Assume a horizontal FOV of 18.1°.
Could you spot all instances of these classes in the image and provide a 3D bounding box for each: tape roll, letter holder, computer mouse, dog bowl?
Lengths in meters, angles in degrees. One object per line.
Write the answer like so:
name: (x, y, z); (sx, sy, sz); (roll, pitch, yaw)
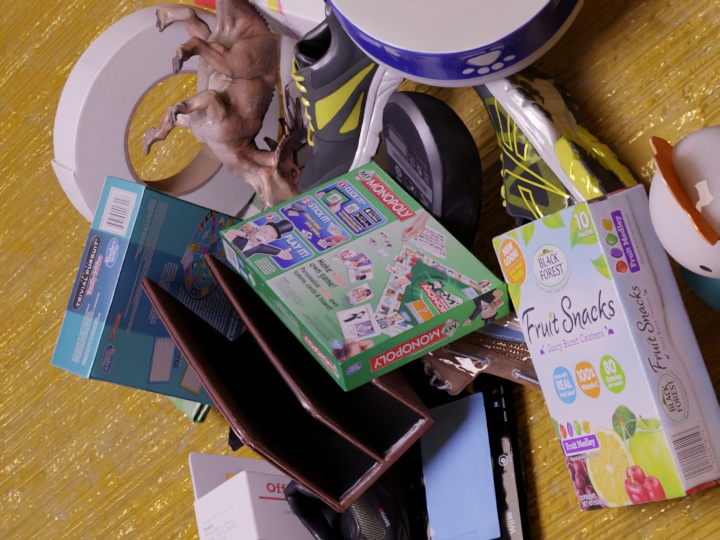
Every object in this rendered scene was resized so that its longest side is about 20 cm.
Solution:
tape roll: (-0.156, -0.116, 1.843); (0.037, 0.202, 0.204); (28, 103, 47)
letter holder: (-0.060, 0.057, 1.668); (0.101, 0.142, 0.200); (-44, 46, 7)
computer mouse: (0.057, -0.061, 1.697); (0.139, 0.053, 0.200); (55, 159, 36)
dog bowl: (0.064, -0.236, 1.600); (0.199, 0.079, 0.201); (-2, 79, 11)

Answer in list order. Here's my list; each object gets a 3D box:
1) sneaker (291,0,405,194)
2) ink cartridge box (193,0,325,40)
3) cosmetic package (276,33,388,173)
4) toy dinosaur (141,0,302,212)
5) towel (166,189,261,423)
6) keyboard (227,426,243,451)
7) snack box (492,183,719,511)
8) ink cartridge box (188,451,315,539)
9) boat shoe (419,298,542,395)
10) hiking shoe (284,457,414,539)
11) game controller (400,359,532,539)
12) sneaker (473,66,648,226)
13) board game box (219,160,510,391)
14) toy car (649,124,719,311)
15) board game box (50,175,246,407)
sneaker: (-0.019, -0.141, 1.720); (0.075, 0.084, 0.201); (-100, 28, -54)
ink cartridge box: (-0.042, -0.248, 1.807); (0.199, 0.067, 0.117); (19, 80, 23)
cosmetic package: (-0.024, -0.162, 1.854); (0.082, 0.050, 0.201); (-26, 63, 41)
toy dinosaur: (-0.092, -0.144, 1.782); (0.086, 0.135, 0.201); (-144, 58, -64)
towel: (-0.125, 0.014, 1.931); (0.149, 0.031, 0.201); (40, 105, 48)
keyboard: (-0.045, 0.074, 1.829); (0.200, 0.039, 0.105); (-36, 43, 51)
snack box: (0.168, 0.055, 1.512); (0.142, 0.053, 0.201); (-23, 85, 64)
ink cartridge box: (-0.058, 0.226, 1.757); (0.067, 0.115, 0.201); (-33, 59, 39)
boat shoe: (0.077, 0.053, 1.640); (0.199, 0.072, 0.073); (10, 99, 27)
hiking shoe: (-0.010, 0.153, 1.726); (0.076, 0.100, 0.201); (-39, 50, 36)
game controller: (0.077, 0.152, 1.679); (0.104, 0.042, 0.201); (-25, 65, 43)
sneaker: (0.124, -0.080, 1.641); (0.085, 0.074, 0.200); (-56, 46, 25)
board game box: (0.000, 0.000, 1.627); (0.200, 0.134, 0.029); (46, 154, 50)
toy car: (0.250, -0.023, 1.404); (0.184, 0.199, 0.177); (-45, 51, 33)
board game box: (-0.140, 0.023, 1.776); (0.047, 0.200, 0.152); (16, 89, 38)
